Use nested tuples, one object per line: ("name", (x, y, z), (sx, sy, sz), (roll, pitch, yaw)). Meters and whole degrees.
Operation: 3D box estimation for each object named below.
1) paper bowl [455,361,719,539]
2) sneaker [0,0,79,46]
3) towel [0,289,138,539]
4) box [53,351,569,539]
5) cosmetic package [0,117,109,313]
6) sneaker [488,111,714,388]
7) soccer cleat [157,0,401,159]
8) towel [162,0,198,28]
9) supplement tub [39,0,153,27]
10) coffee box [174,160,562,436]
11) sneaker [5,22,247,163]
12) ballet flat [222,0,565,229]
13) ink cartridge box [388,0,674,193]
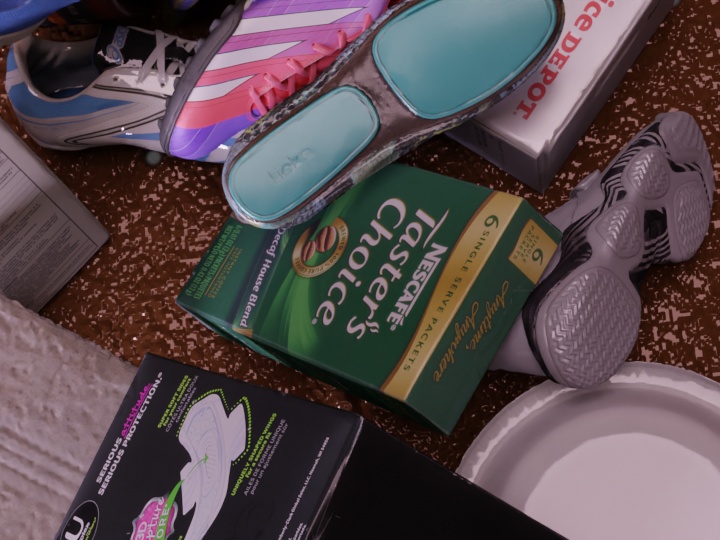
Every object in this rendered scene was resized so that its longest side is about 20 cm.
("paper bowl", (0.138, 0.146, 0.921), (0.200, 0.104, 0.202), (-2, 74, 7))
("sneaker", (-0.132, -0.177, 0.891), (0.200, 0.111, 0.077), (-25, 86, -37))
("towel", (-0.164, 0.098, 0.950), (0.200, 0.034, 0.133), (32, 79, -25))
("box", (-0.031, 0.136, 0.871), (0.200, 0.148, 0.125), (12, 72, 54))
("cosmetic package", (-0.217, -0.035, 0.953), (0.105, 0.200, 0.071), (-45, 71, -7))
("sneaker", (0.110, -0.016, 0.974), (0.115, 0.075, 0.200), (-1, 39, 38))
("soccer cleat", (-0.025, -0.126, 0.949), (0.073, 0.068, 0.200), (42, 92, 8))
("towel", (-0.052, -0.202, 0.992), (0.023, 0.200, 0.144), (36, 79, -14))
("supplement tub", (-0.220, -0.191, 1.038), (0.199, 0.107, 0.107), (-1, 75, 18))
("coffee box", (0.000, 0.000, 0.949), (0.200, 0.044, 0.123), (22, 76, 48))
("sneaker", (-0.107, -0.105, 1.015), (0.199, 0.073, 0.072), (-1, 50, 13))
("ballet flat", (0.015, -0.093, 0.935), (0.200, 0.074, 0.074), (-30, 74, 7))
("ink cartridge box", (0.060, -0.159, 1.016), (0.200, 0.084, 0.146), (34, 83, 13))
